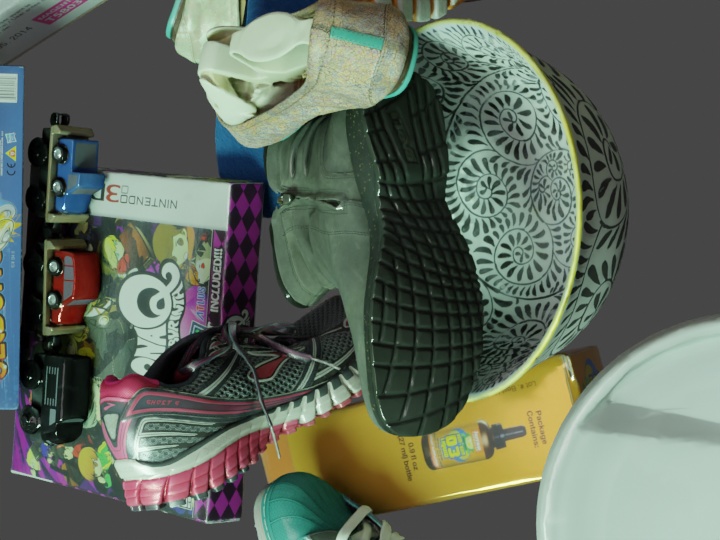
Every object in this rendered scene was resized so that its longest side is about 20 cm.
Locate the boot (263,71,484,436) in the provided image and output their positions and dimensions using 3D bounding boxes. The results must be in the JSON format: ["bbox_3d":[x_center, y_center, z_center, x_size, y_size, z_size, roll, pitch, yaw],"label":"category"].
[{"bbox_3d":[0.000,0.000,0.986,0.130,0.067,0.201,-29,61,56],"label":"boot"}]

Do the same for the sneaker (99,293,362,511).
[{"bbox_3d":[-0.060,0.057,1.024,0.080,0.200,0.075,-11,105,42],"label":"sneaker"}]

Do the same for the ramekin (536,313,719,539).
[{"bbox_3d":[0.184,0.119,0.933,0.201,0.094,0.204,0,94,-1],"label":"ramekin"}]

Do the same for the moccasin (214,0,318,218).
[{"bbox_3d":[-0.032,-0.123,1.070,0.080,0.068,0.201,24,125,10],"label":"moccasin"}]

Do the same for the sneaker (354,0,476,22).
[{"bbox_3d":[0.023,-0.174,0.982,0.077,0.199,0.079,14,101,36],"label":"sneaker"}]

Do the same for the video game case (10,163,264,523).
[{"bbox_3d":[-0.139,0.039,1.126,0.180,0.036,0.202,8,95,40],"label":"video game case"}]

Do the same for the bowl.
[{"bbox_3d":[0.081,-0.032,0.994,0.200,0.094,0.202,3,94,53],"label":"bowl"}]

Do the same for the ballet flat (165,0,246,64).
[{"bbox_3d":[-0.061,-0.217,1.098,0.062,0.067,0.201,18,106,4],"label":"ballet flat"}]

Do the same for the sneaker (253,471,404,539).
[{"bbox_3d":[0.031,0.177,0.992,0.200,0.071,0.080,47,128,1],"label":"sneaker"}]

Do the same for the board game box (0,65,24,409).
[{"bbox_3d":[-0.226,-0.020,1.136,0.034,0.135,0.202,1,90,-12],"label":"board game box"}]

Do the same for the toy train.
[{"bbox_3d":[-0.179,0.006,1.115,0.046,0.034,0.202,4,93,38],"label":"toy train"}]

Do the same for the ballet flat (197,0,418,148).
[{"bbox_3d":[-0.044,-0.108,0.957,0.200,0.067,0.069,-14,68,61],"label":"ballet flat"}]

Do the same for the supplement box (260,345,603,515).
[{"bbox_3d":[0.044,0.096,1.047,0.199,0.069,0.067,-15,86,27],"label":"supplement box"}]

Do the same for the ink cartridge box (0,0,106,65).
[{"bbox_3d":[-0.220,-0.235,1.158,0.199,0.075,0.166,-28,79,23],"label":"ink cartridge box"}]
